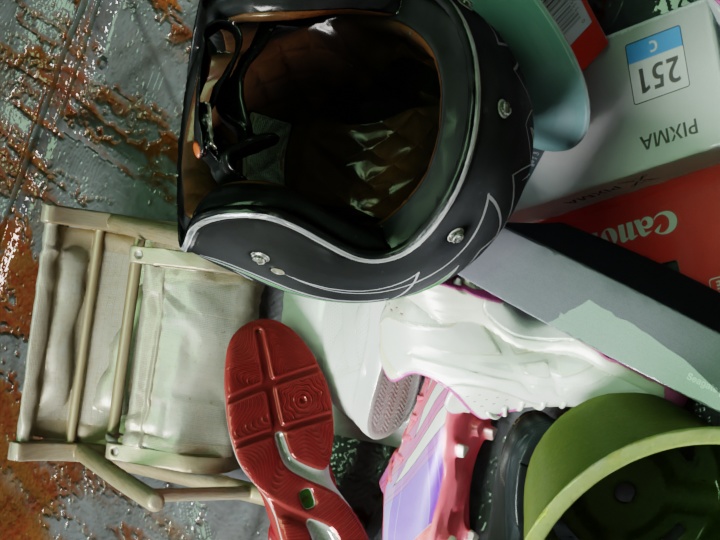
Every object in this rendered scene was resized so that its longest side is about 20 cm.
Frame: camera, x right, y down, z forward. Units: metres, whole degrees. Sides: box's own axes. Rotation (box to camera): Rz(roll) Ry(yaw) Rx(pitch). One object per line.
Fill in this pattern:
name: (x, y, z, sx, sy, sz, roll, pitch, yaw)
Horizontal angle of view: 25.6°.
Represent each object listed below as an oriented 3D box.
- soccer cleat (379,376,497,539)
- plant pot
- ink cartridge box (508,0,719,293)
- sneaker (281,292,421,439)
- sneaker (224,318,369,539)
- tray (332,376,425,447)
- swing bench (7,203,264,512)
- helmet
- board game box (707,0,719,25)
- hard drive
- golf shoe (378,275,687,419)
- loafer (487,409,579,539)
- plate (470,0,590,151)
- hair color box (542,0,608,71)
soccer cleat: (0.049, 0.119, 1.065, 0.076, 0.066, 0.202, 12, 97, 33)
plant pot: (0.162, 0.153, 0.871, 0.190, 0.198, 0.202, -107, 36, -77)
ink cartridge box: (0.158, -0.054, 1.007, 0.199, 0.044, 0.178, -18, 73, 37)
sneaker: (0.000, 0.000, 1.073, 0.115, 0.073, 0.202, 33, 116, 36)
sneaker: (-0.058, 0.138, 1.106, 0.115, 0.078, 0.202, 149, 107, -71)
tray: (0.024, 0.024, 1.124, 0.107, 0.022, 0.202, 7, 90, 39)
swing bench: (-0.154, 0.063, 1.204, 0.199, 0.129, 0.201, 10, 92, 45)
helmet: (-0.002, -0.073, 0.885, 0.200, 0.188, 0.202, -175, 90, -79)
board game box: (0.306, -0.163, 0.847, 0.200, 0.064, 0.148, -40, 61, 7)
hard drive: (0.163, 0.024, 0.926, 0.199, 0.134, 0.043, 29, 106, 29)
golf shoe: (0.103, 0.058, 0.992, 0.198, 0.075, 0.092, 23, 106, 8)
loafer: (0.112, 0.189, 1.016, 0.072, 0.072, 0.202, -132, 49, -75)
plate: (0.057, -0.143, 0.959, 0.026, 0.201, 0.200, -42, 53, -14)
hair color box: (0.056, -0.185, 1.028, 0.064, 0.111, 0.200, -45, 37, -12)
